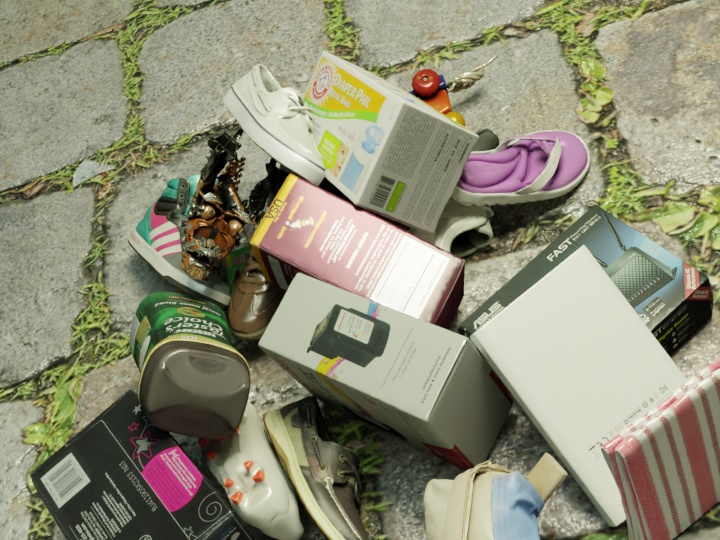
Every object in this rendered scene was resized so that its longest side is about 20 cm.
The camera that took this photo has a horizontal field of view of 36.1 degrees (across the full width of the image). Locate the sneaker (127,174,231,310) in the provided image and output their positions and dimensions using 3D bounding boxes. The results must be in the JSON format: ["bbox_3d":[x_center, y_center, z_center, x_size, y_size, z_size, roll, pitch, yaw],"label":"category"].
[{"bbox_3d":[-0.183,-0.043,1.264,0.199,0.083,0.122,35,95,45],"label":"sneaker"}]

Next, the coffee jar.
[{"bbox_3d":[-0.168,0.090,1.081,0.103,0.087,0.200,14,12,-19],"label":"coffee jar"}]

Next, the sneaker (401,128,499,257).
[{"bbox_3d":[0.115,-0.066,1.200,0.088,0.075,0.201,27,63,17],"label":"sneaker"}]

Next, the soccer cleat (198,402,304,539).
[{"bbox_3d":[-0.106,0.192,1.066,0.069,0.078,0.200,-39,27,0],"label":"soccer cleat"}]

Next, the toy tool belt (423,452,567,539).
[{"bbox_3d":[0.124,0.248,0.882,0.121,0.125,0.202,-21,46,15],"label":"toy tool belt"}]

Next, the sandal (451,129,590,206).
[{"bbox_3d":[0.175,-0.114,1.173,0.200,0.050,0.083,-20,65,-32],"label":"sandal"}]

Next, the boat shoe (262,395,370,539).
[{"bbox_3d":[-0.031,0.188,1.029,0.064,0.074,0.201,-35,47,-3],"label":"boat shoe"}]

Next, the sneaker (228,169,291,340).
[{"bbox_3d":[-0.102,-0.022,1.201,0.069,0.076,0.202,4,53,24],"label":"sneaker"}]

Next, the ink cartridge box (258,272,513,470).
[{"bbox_3d":[0.024,0.096,1.030,0.198,0.146,0.084,20,73,34],"label":"ink cartridge box"}]

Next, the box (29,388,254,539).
[{"bbox_3d":[-0.195,0.235,1.027,0.132,0.115,0.199,-40,47,-13],"label":"box"}]

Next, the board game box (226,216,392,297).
[{"bbox_3d":[-0.055,-0.010,1.241,0.196,0.030,0.097,-16,47,5],"label":"board game box"}]

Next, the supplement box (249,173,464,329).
[{"bbox_3d":[0.000,0.000,1.100,0.198,0.111,0.087,27,75,12],"label":"supplement box"}]

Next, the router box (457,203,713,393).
[{"bbox_3d":[0.214,0.047,1.056,0.199,0.063,0.150,-40,47,-13],"label":"router box"}]

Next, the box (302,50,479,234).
[{"bbox_3d":[0.015,-0.138,1.151,0.114,0.100,0.200,-64,34,12],"label":"box"}]

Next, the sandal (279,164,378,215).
[{"bbox_3d":[-0.025,-0.095,1.285,0.075,0.046,0.199,-38,43,-23],"label":"sandal"}]

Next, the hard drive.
[{"bbox_3d":[0.205,0.098,0.962,0.131,0.026,0.201,-36,84,-12],"label":"hard drive"}]

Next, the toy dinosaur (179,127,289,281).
[{"bbox_3d":[-0.150,-0.075,1.179,0.136,0.101,0.202,-51,38,30],"label":"toy dinosaur"}]

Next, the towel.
[{"bbox_3d":[0.286,0.129,0.901,0.199,0.147,0.030,-35,41,-10],"label":"towel"}]

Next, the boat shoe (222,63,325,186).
[{"bbox_3d":[-0.083,-0.159,1.149,0.066,0.073,0.200,-52,46,10],"label":"boat shoe"}]

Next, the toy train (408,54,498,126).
[{"bbox_3d":[0.103,-0.171,1.283,0.198,0.085,0.116,-30,57,-5],"label":"toy train"}]
